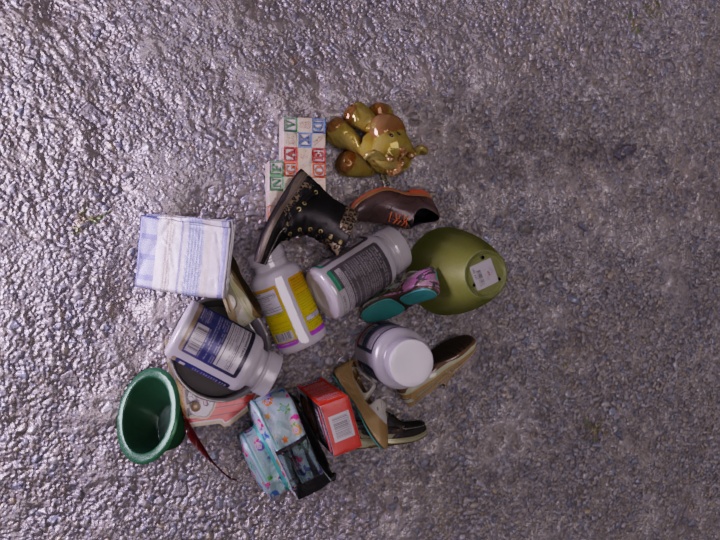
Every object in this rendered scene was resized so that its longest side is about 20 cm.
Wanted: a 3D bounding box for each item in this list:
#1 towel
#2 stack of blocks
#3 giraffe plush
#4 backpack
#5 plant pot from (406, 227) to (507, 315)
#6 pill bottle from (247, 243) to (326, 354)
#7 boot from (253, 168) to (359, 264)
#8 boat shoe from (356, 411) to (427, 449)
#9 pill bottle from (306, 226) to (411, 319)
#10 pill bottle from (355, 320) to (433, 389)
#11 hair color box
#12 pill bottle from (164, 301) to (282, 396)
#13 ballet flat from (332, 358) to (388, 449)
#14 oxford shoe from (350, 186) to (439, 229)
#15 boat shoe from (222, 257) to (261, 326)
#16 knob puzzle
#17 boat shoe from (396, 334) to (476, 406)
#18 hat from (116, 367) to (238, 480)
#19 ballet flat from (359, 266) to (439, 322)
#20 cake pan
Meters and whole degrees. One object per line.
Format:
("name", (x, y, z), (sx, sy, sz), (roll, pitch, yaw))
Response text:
("towel", (-0.329, -0.029, 1.379), (0.197, 0.024, 0.149), (6, 91, 17))
("stack of blocks", (-0.129, -0.198, 1.458), (0.113, 0.059, 0.204), (0, 92, -15))
("giraffe plush", (0.041, -0.245, 1.451), (0.172, 0.162, 0.201), (-38, 101, -11))
("backpack", (-0.153, 0.330, 1.411), (0.149, 0.177, 0.203), (-20, 89, -15))
("plant pot", (0.212, 0.006, 1.489), (0.184, 0.200, 0.190), (-1, 93, -16))
("pill bottle", (-0.148, 0.053, 1.438), (0.103, 0.104, 0.202), (-24, 98, -13))
("boot", (-0.101, -0.074, 1.390), (0.149, 0.073, 0.202), (31, 67, -12))
("boat shoe", (0.052, 0.322, 1.511), (0.198, 0.071, 0.067), (-3, 90, -28))
("pill bottle", (0.000, 0.000, 1.462), (0.199, 0.113, 0.114), (-32, 100, -25))
("pill bottle", (0.069, 0.169, 1.454), (0.118, 0.200, 0.122), (-1, 93, -15))
("hair color box", (-0.063, 0.278, 1.420), (0.060, 0.200, 0.103), (-17, 96, -15))
("pill bottle", (-0.246, 0.150, 1.347), (0.198, 0.111, 0.112), (30, 84, -14))
("ballet flat", (0.012, 0.257, 1.458), (0.063, 0.069, 0.201), (-38, 59, 3))
("oxford shoe", (0.073, -0.121, 1.485), (0.197, 0.073, 0.072), (-9, 134, -27))
("boat shoe", (-0.262, 0.015, 1.408), (0.063, 0.073, 0.202), (-33, 83, 6))
("knob puzzle", (-0.273, 0.209, 1.447), (0.216, 0.030, 0.224), (0, 92, -16))
("boat shoe", (0.167, 0.215, 1.560), (0.198, 0.072, 0.077), (-32, 114, -5))
("hat", (-0.350, 0.302, 1.421), (0.175, 0.164, 0.203), (27, 56, -53))
("ballet flat", (0.081, 0.045, 1.490), (0.069, 0.199, 0.072), (34, 47, -32))
("cake pan", (-0.272, 0.153, 1.417), (0.197, 0.037, 0.204), (5, 75, -21))
